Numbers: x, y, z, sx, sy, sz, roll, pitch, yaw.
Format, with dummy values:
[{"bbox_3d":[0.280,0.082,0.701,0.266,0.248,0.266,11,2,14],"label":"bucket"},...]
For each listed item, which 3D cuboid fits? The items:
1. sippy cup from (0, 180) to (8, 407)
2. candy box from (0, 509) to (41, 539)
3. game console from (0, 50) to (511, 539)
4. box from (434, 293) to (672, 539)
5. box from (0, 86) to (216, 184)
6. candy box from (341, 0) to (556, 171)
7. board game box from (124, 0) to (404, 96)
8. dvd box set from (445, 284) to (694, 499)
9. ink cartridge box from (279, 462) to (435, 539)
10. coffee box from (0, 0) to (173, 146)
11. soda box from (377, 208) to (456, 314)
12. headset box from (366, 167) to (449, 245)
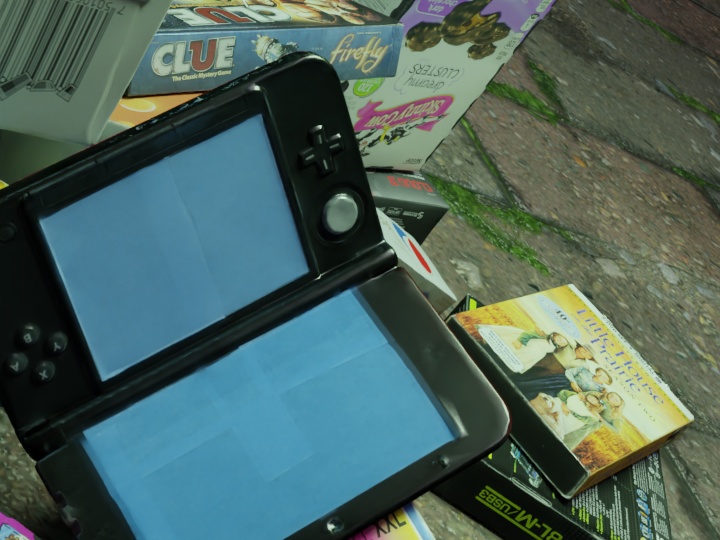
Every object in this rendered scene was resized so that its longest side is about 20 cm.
[{"bbox_3d":[-0.202,0.004,0.706,0.130,0.179,0.139,21,8,-42],"label":"sippy cup"},{"bbox_3d":[-0.125,0.191,0.598,0.199,0.061,0.137,38,25,-5],"label":"candy box"},{"bbox_3d":[-0.055,0.027,0.657,0.118,0.199,0.174,34,-34,54],"label":"game console"},{"bbox_3d":[0.137,0.130,1.077,0.192,0.048,0.201,32,27,-13],"label":"box"},{"bbox_3d":[-0.168,-0.068,0.823,0.198,0.098,0.124,18,23,11],"label":"box"},{"bbox_3d":[0.034,-0.165,1.043,0.167,0.200,0.072,-4,50,-54],"label":"candy box"},{"bbox_3d":[-0.090,-0.145,0.872,0.199,0.035,0.135,-11,33,-44],"label":"board game box"},{"bbox_3d":[0.151,0.080,1.086,0.147,0.029,0.199,50,28,19],"label":"dvd box set"},{"bbox_3d":[-0.041,0.106,0.753,0.076,0.137,0.201,-20,56,-17],"label":"ink cartridge box"},{"bbox_3d":[-0.191,-0.208,0.681,0.198,0.201,0.198,11,34,-39],"label":"coffee box"},{"bbox_3d":[0.000,0.000,0.984,0.064,0.068,0.200,54,7,18],"label":"soda box"},{"bbox_3d":[-0.035,-0.084,1.142,0.148,0.075,0.201,6,42,-50],"label":"headset box"}]
